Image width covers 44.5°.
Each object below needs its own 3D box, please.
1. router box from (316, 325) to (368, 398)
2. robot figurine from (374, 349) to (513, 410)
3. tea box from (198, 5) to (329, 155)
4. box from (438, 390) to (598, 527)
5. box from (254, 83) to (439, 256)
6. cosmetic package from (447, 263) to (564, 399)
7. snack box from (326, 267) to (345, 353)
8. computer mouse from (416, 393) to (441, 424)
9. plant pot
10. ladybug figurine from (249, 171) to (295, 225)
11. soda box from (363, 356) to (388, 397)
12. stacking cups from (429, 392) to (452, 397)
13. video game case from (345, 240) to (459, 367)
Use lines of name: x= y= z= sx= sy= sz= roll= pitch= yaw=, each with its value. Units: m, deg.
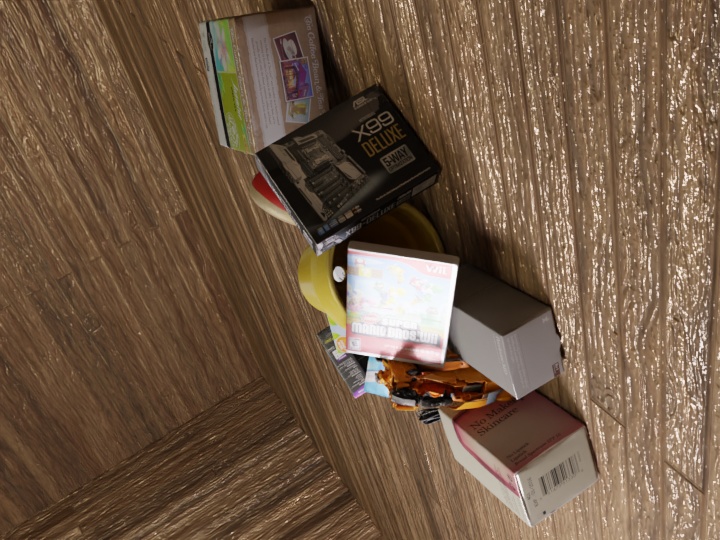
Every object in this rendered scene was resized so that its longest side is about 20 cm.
router box: x=-0.003 y=0.163 z=1.797 sx=0.150 sy=0.051 sz=0.200 roll=58 pitch=-162 yaw=3
robot figurine: x=0.117 y=0.153 z=1.265 sx=0.145 sy=0.199 sz=0.058 roll=-112 pitch=22 yaw=-55
tea box: x=-0.148 y=-0.295 z=1.358 sx=0.197 sy=0.133 sz=0.201 roll=24 pitch=126 yaw=62
box: x=0.225 y=0.249 z=1.274 sx=0.200 sy=0.128 sz=0.109 roll=34 pitch=150 yaw=57
box: x=-0.018 y=-0.138 z=1.192 sx=0.158 sy=0.200 sz=0.050 roll=56 pitch=168 yaw=15
cosmetic package: x=0.177 y=0.077 z=1.188 sx=0.200 sy=0.090 sz=0.107 roll=37 pitch=149 yaw=61
snack box: x=0.006 y=0.047 z=1.540 sx=0.142 sy=0.053 sz=0.201 roll=-3 pitch=116 yaw=25
computer mouse: x=0.136 y=0.187 z=1.426 sx=0.046 sy=0.140 sz=0.200 roll=-85 pitch=-22 yaw=-48
plant pot: x=0.000 y=0.000 z=1.340 sx=0.201 sy=0.200 sz=0.189 roll=62 pitch=155 yaw=-10
ladybug figurine: x=-0.118 y=-0.143 z=1.628 sx=0.199 sy=0.136 sz=0.072 roll=26 pitch=123 yaw=19
soda box: x=0.055 y=0.117 z=1.490 sx=0.064 sy=0.068 sz=0.201 roll=-63 pitch=-16 yaw=-60
stacking cups: x=0.142 y=0.179 z=1.372 sx=0.200 sy=0.061 sz=0.060 roll=35 pitch=176 yaw=-27
video game case: x=0.051 y=0.049 z=1.177 sx=0.017 sy=0.142 sz=0.201 roll=-74 pitch=-10 yaw=-46
